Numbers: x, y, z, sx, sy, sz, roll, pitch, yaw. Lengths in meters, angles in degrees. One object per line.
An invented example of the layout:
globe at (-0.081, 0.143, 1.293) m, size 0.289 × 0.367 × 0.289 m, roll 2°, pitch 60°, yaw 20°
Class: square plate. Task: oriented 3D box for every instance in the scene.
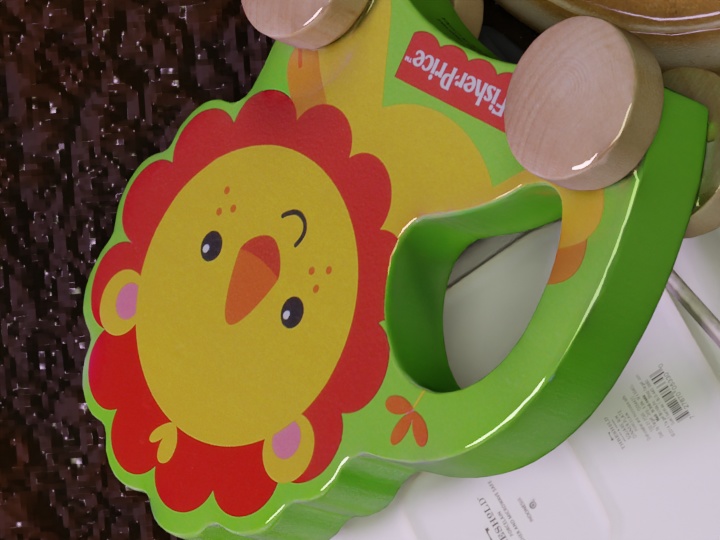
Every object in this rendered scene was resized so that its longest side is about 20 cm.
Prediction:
square plate at (0.048, 0.075, 0.886) m, size 0.198 × 0.028 × 0.200 m, roll -35°, pitch 59°, yaw 12°

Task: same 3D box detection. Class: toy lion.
toy lion at (0.000, 0.000, 0.879) m, size 0.200 × 0.069 × 0.192 m, roll 29°, pitch 97°, yaw 45°

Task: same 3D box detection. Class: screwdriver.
screwdriver at (0.075, -0.019, 0.869) m, size 0.028 × 0.200 × 0.029 m, roll -2°, pitch 120°, yaw -28°

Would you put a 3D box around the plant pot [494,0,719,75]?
plant pot at (0.087, -0.147, 0.879) m, size 0.199 × 0.027 × 0.201 m, roll 13°, pitch 118°, yaw 25°
